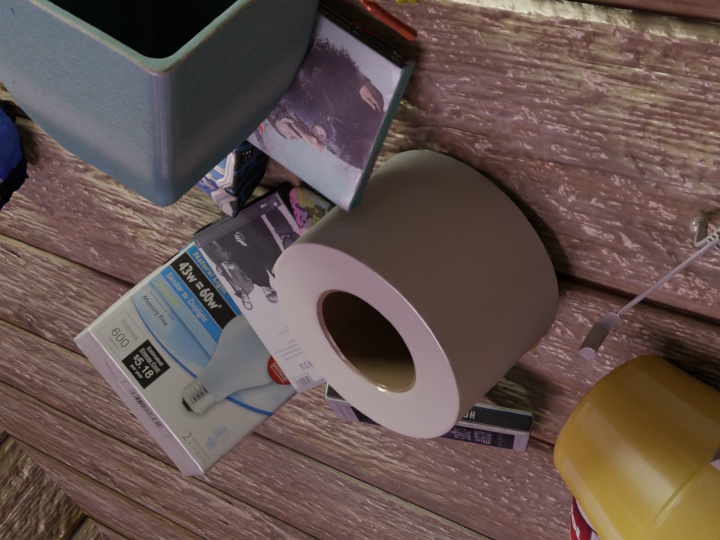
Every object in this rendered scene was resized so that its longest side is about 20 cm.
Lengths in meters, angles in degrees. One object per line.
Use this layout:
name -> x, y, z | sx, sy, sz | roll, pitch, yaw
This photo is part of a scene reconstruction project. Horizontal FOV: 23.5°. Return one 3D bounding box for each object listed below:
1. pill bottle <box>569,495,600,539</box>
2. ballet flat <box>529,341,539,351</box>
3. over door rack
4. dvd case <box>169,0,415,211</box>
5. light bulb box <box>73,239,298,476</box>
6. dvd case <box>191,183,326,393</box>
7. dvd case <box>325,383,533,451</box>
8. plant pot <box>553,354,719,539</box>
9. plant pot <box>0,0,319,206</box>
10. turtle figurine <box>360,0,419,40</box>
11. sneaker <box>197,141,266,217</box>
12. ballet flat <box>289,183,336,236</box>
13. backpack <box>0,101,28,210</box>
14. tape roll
pill bottle -> 0.252, 0.214, 1.595 | 0.113, 0.113, 0.200 | 31, 158, 19
ballet flat -> 0.118, 0.071, 1.590 | 0.069, 0.063, 0.200 | 36, 160, 5
over door rack -> 0.269, 0.040, 1.235 | 0.148, 0.067, 0.200 | 39, 139, -1
dvd case -> -0.061, -0.156, 1.363 | 0.200, 0.022, 0.146 | 37, 130, 17
light bulb box -> -0.164, 0.081, 1.847 | 0.199, 0.200, 0.125 | 51, 162, -6
dvd case -> -0.068, 0.022, 1.737 | 0.150, 0.025, 0.200 | -24, 105, 46
dvd case -> 0.070, 0.144, 1.714 | 0.199, 0.025, 0.150 | 10, 169, 6
plant pot -> 0.263, 0.176, 1.403 | 0.189, 0.200, 0.201 | 45, 165, 30
plant pot -> -0.155, -0.169, 1.295 | 0.196, 0.196, 0.201 | 31, 145, 20
turtle figurine -> 0.035, -0.235, 1.079 | 0.161, 0.064, 0.201 | 4, 132, 46
sneaker -> -0.131, -0.110, 1.610 | 0.077, 0.076, 0.200 | 33, 158, 2
ballet flat -> 0.000, 0.000, 1.629 | 0.200, 0.071, 0.069 | 38, 161, 3
backpack -> -0.486, -0.136, 2.043 | 0.162, 0.168, 0.200 | 31, 156, 1
tape roll -> 0.047, 0.020, 1.441 | 0.202, 0.139, 0.203 | 34, 148, 25
